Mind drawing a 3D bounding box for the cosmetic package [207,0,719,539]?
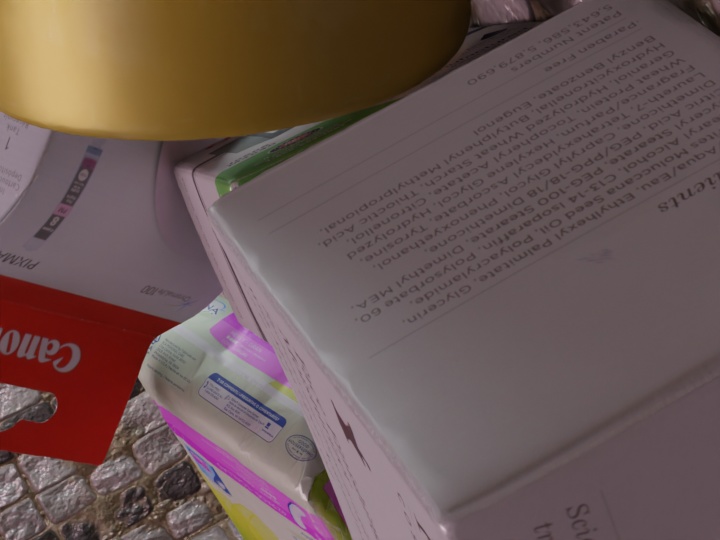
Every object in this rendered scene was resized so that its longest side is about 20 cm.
[{"bbox_3d":[0.080,0.046,0.700,0.200,0.164,0.165,50,166,57],"label":"cosmetic package"}]

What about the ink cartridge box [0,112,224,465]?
[{"bbox_3d":[-0.115,-0.007,1.042,0.057,0.201,0.162,18,-179,36],"label":"ink cartridge box"}]

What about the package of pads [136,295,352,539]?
[{"bbox_3d":[-0.013,0.115,1.153,0.154,0.068,0.200,30,158,43],"label":"package of pads"}]

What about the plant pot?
[{"bbox_3d":[-0.063,-0.172,0.868,0.201,0.200,0.190,-131,31,-59],"label":"plant pot"}]

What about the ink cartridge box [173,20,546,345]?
[{"bbox_3d":[0.012,-0.034,0.946,0.084,0.145,0.200,65,172,-9],"label":"ink cartridge box"}]
